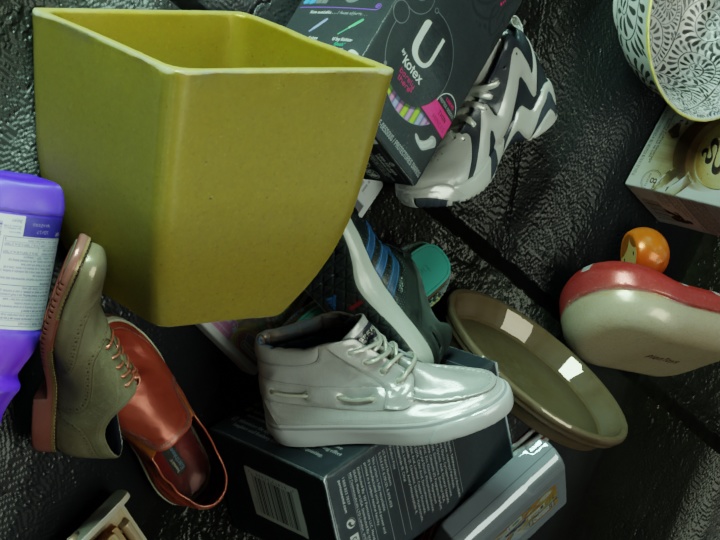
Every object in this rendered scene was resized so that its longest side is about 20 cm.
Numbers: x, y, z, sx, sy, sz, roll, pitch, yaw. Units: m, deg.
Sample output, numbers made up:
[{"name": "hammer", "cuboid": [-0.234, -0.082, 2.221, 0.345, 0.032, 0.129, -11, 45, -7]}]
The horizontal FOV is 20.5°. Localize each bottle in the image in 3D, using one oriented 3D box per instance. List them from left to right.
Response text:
[{"name": "bottle", "cuboid": [-0.266, 0.029, 1.415, 0.083, 0.065, 0.201, 5, 99, -39]}]

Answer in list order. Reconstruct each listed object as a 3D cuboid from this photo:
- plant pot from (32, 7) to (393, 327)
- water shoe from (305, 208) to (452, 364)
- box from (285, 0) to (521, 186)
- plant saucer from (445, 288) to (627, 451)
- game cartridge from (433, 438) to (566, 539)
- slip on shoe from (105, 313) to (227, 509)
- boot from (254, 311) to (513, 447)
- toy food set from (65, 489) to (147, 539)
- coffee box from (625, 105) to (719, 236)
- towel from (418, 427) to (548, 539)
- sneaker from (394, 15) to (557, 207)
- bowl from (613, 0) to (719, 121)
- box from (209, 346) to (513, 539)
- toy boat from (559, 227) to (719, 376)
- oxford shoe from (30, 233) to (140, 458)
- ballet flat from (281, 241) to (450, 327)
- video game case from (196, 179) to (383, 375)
[{"name": "plant pot", "cuboid": [-0.120, -0.072, 1.441, 0.193, 0.195, 0.201, -5, 112, -39]}, {"name": "water shoe", "cuboid": [0.000, 0.000, 1.612, 0.201, 0.071, 0.079, 60, 37, -8]}, {"name": "box", "cuboid": [0.023, -0.184, 1.584, 0.122, 0.106, 0.201, 49, 61, -41]}, {"name": "plant saucer", "cuboid": [0.150, 0.091, 1.752, 0.200, 0.200, 0.030, 20, 116, -45]}, {"name": "game cartridge", "cuboid": [0.120, 0.216, 1.716, 0.133, 0.042, 0.200, -45, 164, -7]}, {"name": "slip on shoe", "cuboid": [-0.160, 0.112, 1.543, 0.074, 0.061, 0.201, -44, 127, -23]}, {"name": "boot", "cuboid": [0.015, 0.080, 1.542, 0.074, 0.199, 0.096, -79, 160, -61]}, {"name": "toy food set", "cuboid": [-0.190, 0.287, 1.565, 0.144, 0.060, 0.201, -46, 129, -24]}, {"name": "coffee box", "cuboid": [0.368, -0.092, 1.883, 0.080, 0.199, 0.113, 40, 74, -42]}, {"name": "towel", "cuboid": [0.094, 0.219, 1.767, 0.144, 0.023, 0.200, -33, 158, -33]}, {"name": "sneaker", "cuboid": [0.088, -0.148, 1.689, 0.199, 0.079, 0.130, -35, 123, -31]}, {"name": "bowl", "cuboid": [0.297, -0.244, 1.846, 0.200, 0.094, 0.202, -14, 110, -40]}, {"name": "box", "cuboid": [0.003, 0.145, 1.645, 0.200, 0.148, 0.108, -32, 122, -32]}, {"name": "toy boat", "cuboid": [0.275, 0.021, 1.906, 0.199, 0.130, 0.132, 13, 63, -45]}, {"name": "oxford shoe", "cuboid": [-0.192, 0.057, 1.441, 0.071, 0.074, 0.201, -75, 178, -47]}, {"name": "ballet flat", "cuboid": [-0.005, 0.044, 1.665, 0.200, 0.074, 0.075, -30, 121, -33]}, {"name": "video game case", "cuboid": [-0.074, -0.035, 1.611, 0.200, 0.018, 0.143, -56, 132, -16]}]
